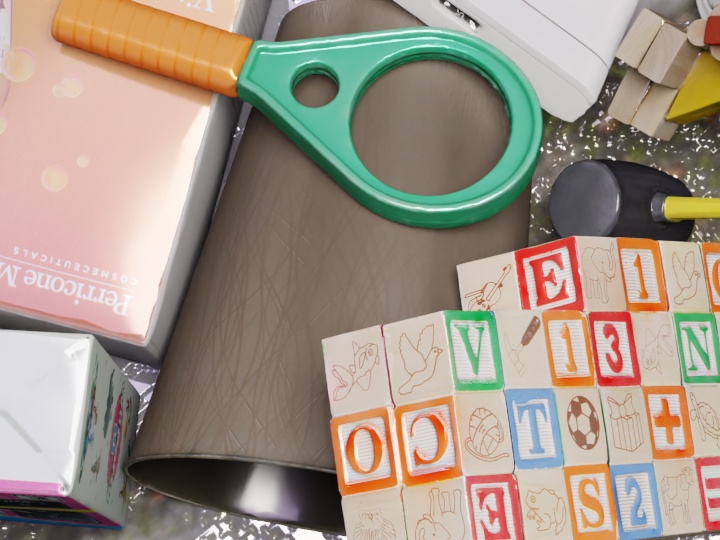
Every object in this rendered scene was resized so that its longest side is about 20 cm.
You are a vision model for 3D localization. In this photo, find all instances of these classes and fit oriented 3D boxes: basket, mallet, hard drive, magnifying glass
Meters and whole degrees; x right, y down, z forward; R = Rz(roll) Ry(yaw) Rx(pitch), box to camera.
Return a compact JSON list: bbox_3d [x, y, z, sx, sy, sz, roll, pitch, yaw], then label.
[{"bbox_3d":[0.000,0.000,1.008,0.180,0.136,0.200,-3,69,42],"label":"basket"},{"bbox_3d":[0.165,-0.026,0.986,0.066,0.200,0.041,6,87,-42],"label":"mallet"},{"bbox_3d":[0.071,-0.170,1.021,0.132,0.027,0.200,34,50,-10],"label":"hard drive"},{"bbox_3d":[-0.025,-0.073,0.955,0.200,0.022,0.080,17,70,11],"label":"magnifying glass"}]

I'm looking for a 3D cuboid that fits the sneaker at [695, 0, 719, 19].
[{"bbox_3d":[0.207,-0.103,1.024,0.078,0.099,0.200,-21,64,-15],"label":"sneaker"}]

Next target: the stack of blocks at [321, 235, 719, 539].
[{"bbox_3d":[0.075,0.048,0.918,0.059,0.200,0.115,-15,80,40],"label":"stack of blocks"}]

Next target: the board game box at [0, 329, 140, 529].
[{"bbox_3d":[-0.170,0.062,0.965,0.147,0.200,0.064,4,82,1],"label":"board game box"}]

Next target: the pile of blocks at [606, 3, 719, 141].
[{"bbox_3d":[0.184,-0.091,0.944,0.200,0.062,0.082,-25,77,24],"label":"pile of blocks"}]

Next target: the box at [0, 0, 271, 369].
[{"bbox_3d":[-0.130,-0.075,1.032,0.152,0.106,0.200,14,82,2],"label":"box"}]
